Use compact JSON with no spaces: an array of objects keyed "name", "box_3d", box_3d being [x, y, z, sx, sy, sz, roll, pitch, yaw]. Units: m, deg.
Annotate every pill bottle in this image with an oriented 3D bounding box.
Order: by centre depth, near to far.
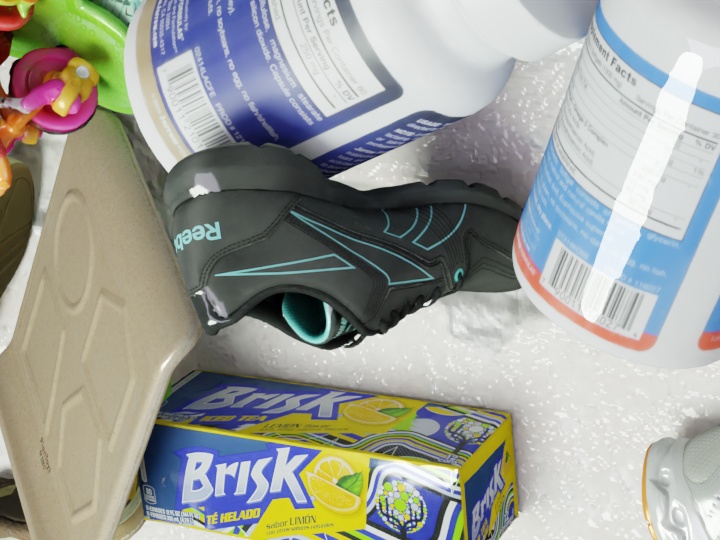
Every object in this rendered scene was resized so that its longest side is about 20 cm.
[{"name":"pill bottle","box_3d":[0.141,-0.070,0.709,0.111,0.112,0.202,28,124,15]},{"name":"pill bottle","box_3d":[-0.001,-0.110,0.769,0.199,0.116,0.117,-21,102,35]}]

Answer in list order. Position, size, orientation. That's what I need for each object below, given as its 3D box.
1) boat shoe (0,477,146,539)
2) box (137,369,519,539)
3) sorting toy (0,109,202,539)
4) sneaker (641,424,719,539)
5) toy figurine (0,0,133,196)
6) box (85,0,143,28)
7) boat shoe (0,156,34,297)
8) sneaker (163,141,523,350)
[{"name":"boat shoe","box_3d":[-0.186,0.161,1.046,0.199,0.072,0.077,-13,118,44]},{"name":"box","box_3d":[-0.021,0.104,0.912,0.198,0.070,0.065,5,112,28]},{"name":"sorting toy","box_3d":[-0.142,0.045,0.927,0.201,0.036,0.186,-62,38,33]},{"name":"sneaker","box_3d":[0.214,0.155,0.801,0.092,0.076,0.201,-30,97,32]},{"name":"toy figurine","box_3d":[-0.223,-0.079,0.842,0.199,0.185,0.150,38,153,-12]},{"name":"box","box_3d":[-0.163,-0.214,0.863,0.198,0.036,0.146,23,123,21]},{"name":"boat shoe","box_3d":[-0.242,0.007,0.996,0.063,0.073,0.202,33,133,7]},{"name":"sneaker","box_3d":[0.000,0.000,0.782,0.075,0.198,0.080,-33,57,50]}]
